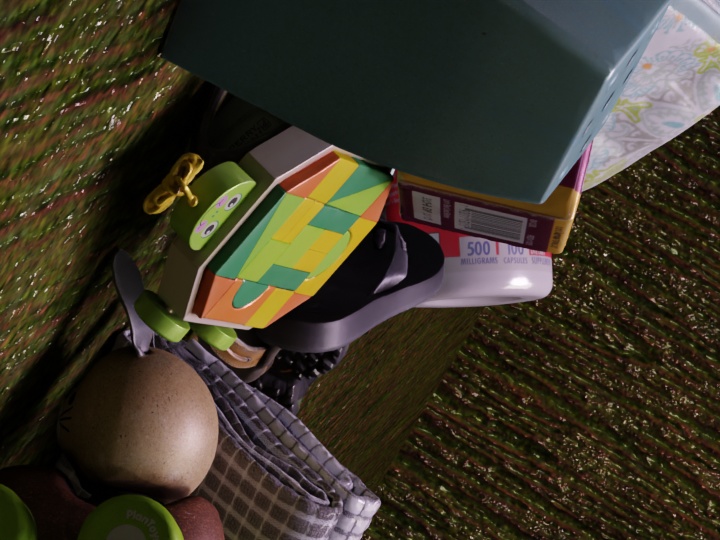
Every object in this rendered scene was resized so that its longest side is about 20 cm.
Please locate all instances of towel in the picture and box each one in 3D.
[{"bbox_3d":[-0.104,0.146,1.520,0.086,0.200,0.166,-7,128,-52],"label":"towel"},{"bbox_3d":[0.150,-0.130,1.616,0.171,0.048,0.200,-32,146,19],"label":"towel"}]

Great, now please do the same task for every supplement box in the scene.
[{"bbox_3d":[0.090,-0.123,1.435,0.131,0.103,0.200,77,27,-81],"label":"supplement box"}]

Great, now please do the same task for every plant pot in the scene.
[{"bbox_3d":[0.037,-0.133,1.241,0.141,0.200,0.141,-48,168,-50],"label":"plant pot"}]

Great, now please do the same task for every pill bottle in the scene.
[{"bbox_3d":[0.071,-0.078,1.744,0.112,0.112,0.200,35,51,-83],"label":"pill bottle"}]

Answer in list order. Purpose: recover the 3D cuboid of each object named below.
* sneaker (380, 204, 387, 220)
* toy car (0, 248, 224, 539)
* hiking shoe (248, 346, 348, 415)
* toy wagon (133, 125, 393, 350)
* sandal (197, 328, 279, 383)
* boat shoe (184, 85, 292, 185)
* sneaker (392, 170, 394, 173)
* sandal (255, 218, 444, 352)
[{"bbox_3d":[-0.037,-0.018,1.777,0.099,0.078,0.200,-51,172,35],"label":"sneaker"},{"bbox_3d":[-0.142,0.095,1.403,0.164,0.157,0.200,77,19,-70],"label":"toy car"},{"bbox_3d":[-0.042,0.035,1.960,0.101,0.076,0.200,-63,-175,-32],"label":"hiking shoe"},{"bbox_3d":[-0.055,-0.025,1.360,0.155,0.040,0.200,-49,162,10],"label":"toy wagon"},{"bbox_3d":[-0.088,0.029,1.647,0.055,0.082,0.200,-31,170,-21],"label":"sandal"},{"bbox_3d":[-0.023,-0.121,1.396,0.201,0.072,0.066,-51,176,-16],"label":"boat shoe"},{"bbox_3d":[-0.014,-0.072,1.631,0.118,0.074,0.201,116,-3,-81],"label":"sneaker"},{"bbox_3d":[0.000,0.000,1.541,0.200,0.076,0.043,-42,138,-65],"label":"sandal"}]
